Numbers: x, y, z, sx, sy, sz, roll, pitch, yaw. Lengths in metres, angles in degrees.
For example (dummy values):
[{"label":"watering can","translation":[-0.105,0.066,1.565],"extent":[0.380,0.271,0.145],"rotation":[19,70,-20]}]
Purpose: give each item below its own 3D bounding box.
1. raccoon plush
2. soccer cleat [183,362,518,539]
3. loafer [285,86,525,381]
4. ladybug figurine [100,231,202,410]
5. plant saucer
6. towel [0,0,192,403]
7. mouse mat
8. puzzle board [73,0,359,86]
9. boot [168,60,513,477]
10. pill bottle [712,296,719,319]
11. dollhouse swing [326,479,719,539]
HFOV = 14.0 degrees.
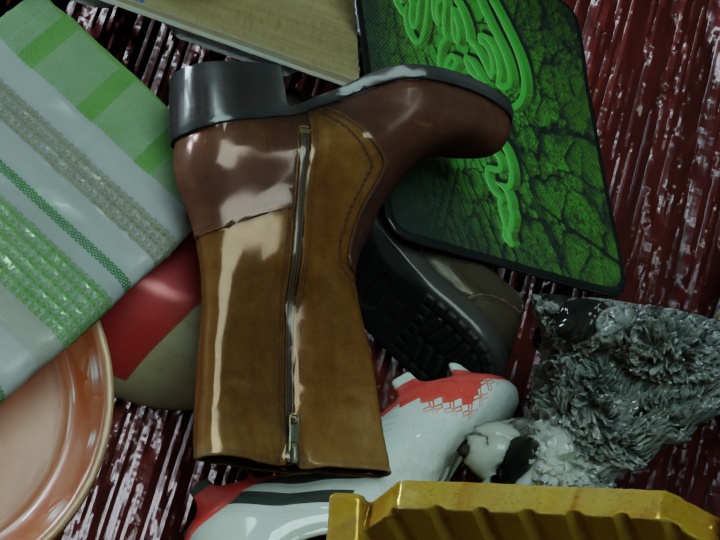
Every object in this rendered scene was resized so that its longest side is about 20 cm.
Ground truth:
[{"label":"raccoon plush","translation":[0.149,0.087,1.450],"extent":[0.199,0.097,0.134],"rotation":[8,86,7]},{"label":"soccer cleat","translation":[0.005,0.115,1.457],"extent":[0.200,0.069,0.085],"rotation":[-23,55,-26]},{"label":"loafer","translation":[0.008,-0.019,1.538],"extent":[0.200,0.073,0.071],"rotation":[49,41,-1]},{"label":"ladybug figurine","translation":[-0.122,-0.018,1.485],"extent":[0.200,0.072,0.136],"rotation":[40,61,4]},{"label":"plant saucer","translation":[-0.219,0.062,1.417],"extent":[0.200,0.032,0.201],"rotation":[1,76,-5]},{"label":"towel","translation":[-0.171,-0.032,1.419],"extent":[0.149,0.031,0.200],"rotation":[43,56,6]},{"label":"mouse mat","translation":[0.067,-0.085,1.576],"extent":[0.161,0.008,0.200],"rotation":[14,52,-33]},{"label":"puzzle board","translation":[-0.097,-0.149,1.540],"extent":[0.199,0.017,0.151],"rotation":[18,21,-8]},{"label":"boot","translation":[0.000,0.000,1.435],"extent":[0.188,0.068,0.201],"rotation":[3,72,-32]},{"label":"pill bottle","translation":[0.264,-0.015,1.586],"extent":[0.111,0.111,0.200],"rotation":[27,61,-4]},{"label":"dollhouse swing","translation":[0.083,0.216,1.318],"extent":[0.199,0.182,0.176],"rotation":[2,58,20]}]
